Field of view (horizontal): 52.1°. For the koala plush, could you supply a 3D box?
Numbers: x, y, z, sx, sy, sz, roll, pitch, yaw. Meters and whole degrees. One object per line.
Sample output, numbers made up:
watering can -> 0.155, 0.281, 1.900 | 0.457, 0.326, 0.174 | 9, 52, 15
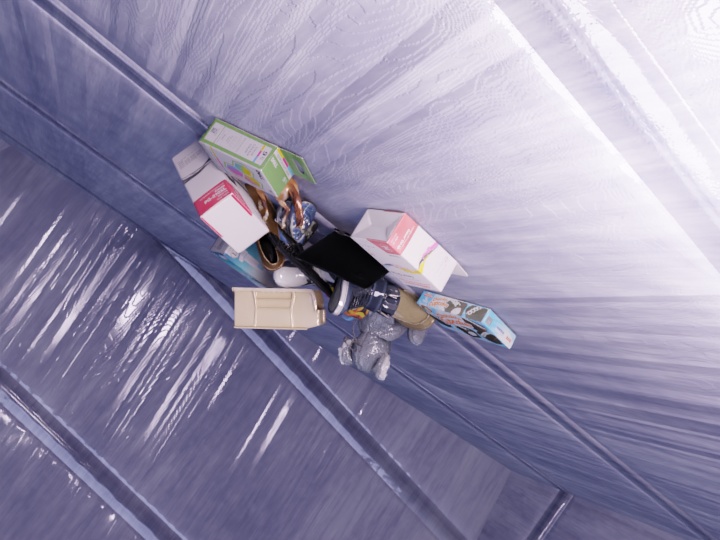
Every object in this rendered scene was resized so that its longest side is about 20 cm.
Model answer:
koala plush -> 0.040, 0.168, 1.867 | 0.177, 0.201, 0.184 | 23, 169, 33

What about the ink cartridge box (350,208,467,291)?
ink cartridge box -> 0.092, -0.026, 1.344 | 0.200, 0.068, 0.116 | 39, 165, -32

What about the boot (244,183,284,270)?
boot -> -0.211, -0.100, 1.586 | 0.075, 0.073, 0.201 | 116, 134, -83

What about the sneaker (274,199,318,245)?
sneaker -> -0.147, -0.110, 1.565 | 0.085, 0.077, 0.200 | 34, 167, 6

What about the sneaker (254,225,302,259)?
sneaker -> -0.204, -0.079, 1.684 | 0.200, 0.079, 0.075 | 45, -163, 30

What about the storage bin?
storage bin -> -0.187, 0.088, 1.745 | 0.197, 0.094, 0.200 | 1, 178, 2

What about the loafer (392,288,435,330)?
loafer -> 0.088, 0.079, 1.729 | 0.199, 0.076, 0.067 | 22, 171, 35

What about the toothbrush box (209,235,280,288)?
toothbrush box -> -0.254, -0.051, 1.861 | 0.200, 0.147, 0.085 | 39, 166, -35

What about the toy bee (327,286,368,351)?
toy bee -> -0.013, 0.077, 1.736 | 0.200, 0.109, 0.131 | 54, -162, 17

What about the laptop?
laptop -> 0.000, 0.000, 1.544 | 0.187, 0.116, 0.200 | 24, 165, 31

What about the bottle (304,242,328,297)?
bottle -> -0.096, -0.004, 1.818 | 0.065, 0.084, 0.200 | 24, 166, 32

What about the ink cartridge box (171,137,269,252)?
ink cartridge box -> -0.287, -0.156, 1.507 | 0.200, 0.084, 0.145 | 57, -176, 38

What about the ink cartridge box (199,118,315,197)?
ink cartridge box -> -0.189, -0.197, 1.359 | 0.199, 0.059, 0.104 | 26, 165, 20

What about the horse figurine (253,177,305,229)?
horse figurine -> -0.168, -0.151, 1.446 | 0.200, 0.050, 0.133 | 27, 133, 39

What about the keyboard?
keyboard -> -0.120, -0.022, 1.553 | 0.200, 0.040, 0.104 | 46, 180, -37

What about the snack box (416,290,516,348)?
snack box -> 0.227, 0.105, 1.595 | 0.200, 0.037, 0.116 | 16, 159, 50

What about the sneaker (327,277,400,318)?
sneaker -> 0.012, 0.059, 1.536 | 0.146, 0.077, 0.202 | 27, -159, -5

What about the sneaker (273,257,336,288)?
sneaker -> -0.087, 0.001, 1.666 | 0.198, 0.080, 0.129 | -3, -174, -35
